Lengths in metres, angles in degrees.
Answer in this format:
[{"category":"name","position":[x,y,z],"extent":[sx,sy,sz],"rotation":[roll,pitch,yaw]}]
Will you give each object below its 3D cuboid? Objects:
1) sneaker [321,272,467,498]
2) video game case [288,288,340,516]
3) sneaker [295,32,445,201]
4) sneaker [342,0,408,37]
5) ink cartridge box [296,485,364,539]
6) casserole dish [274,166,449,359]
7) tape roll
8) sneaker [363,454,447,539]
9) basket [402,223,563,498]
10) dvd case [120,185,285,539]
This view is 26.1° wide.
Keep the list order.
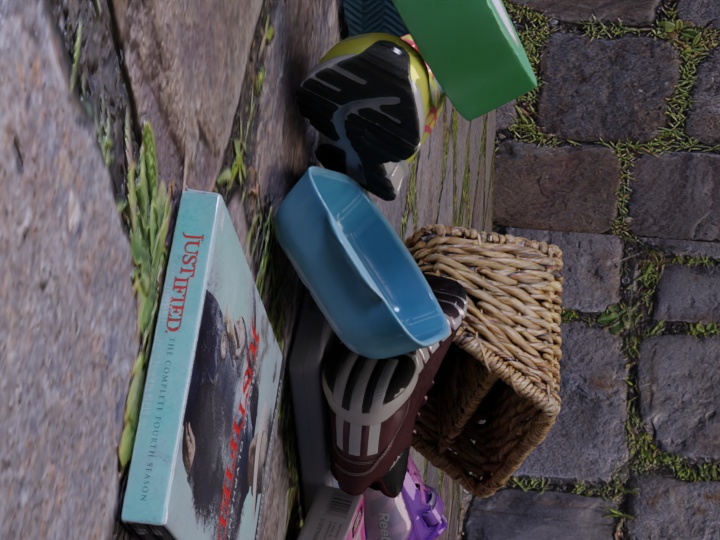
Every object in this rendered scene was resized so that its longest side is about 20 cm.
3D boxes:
[{"category":"sneaker","position":[0.015,0.082,1.038],"extent":[0.200,0.076,0.116],"rotation":[-49,148,-61]},{"category":"video game case","position":[-0.018,0.061,1.079],"extent":[0.200,0.022,0.182],"rotation":[87,11,-47]},{"category":"sneaker","position":[0.015,-0.112,0.936],"extent":[0.090,0.078,0.200],"rotation":[-59,178,-11]},{"category":"sneaker","position":[0.023,-0.195,1.089],"extent":[0.200,0.076,0.081],"rotation":[95,-5,-51]},{"category":"ink cartridge box","position":[-0.024,0.247,1.062],"extent":[0.095,0.037,0.200],"rotation":[-66,163,-45]},{"category":"casserole dish","position":[0.000,0.000,0.920],"extent":[0.121,0.039,0.200],"rotation":[57,9,5]},{"category":"tape roll","position":[0.040,-0.187,0.912],"extent":[0.201,0.048,0.200],"rotation":[61,11,-21]},{"category":"sneaker","position":[0.026,0.177,1.233],"extent":[0.080,0.088,0.200],"rotation":[-65,158,-66]},{"category":"basket","position":[0.065,0.074,1.221],"extent":[0.200,0.143,0.149],"rotation":[117,-20,-61]},{"category":"dvd case","position":[-0.066,0.072,0.709],"extent":[0.200,0.022,0.146],"rotation":[81,15,-65]}]
